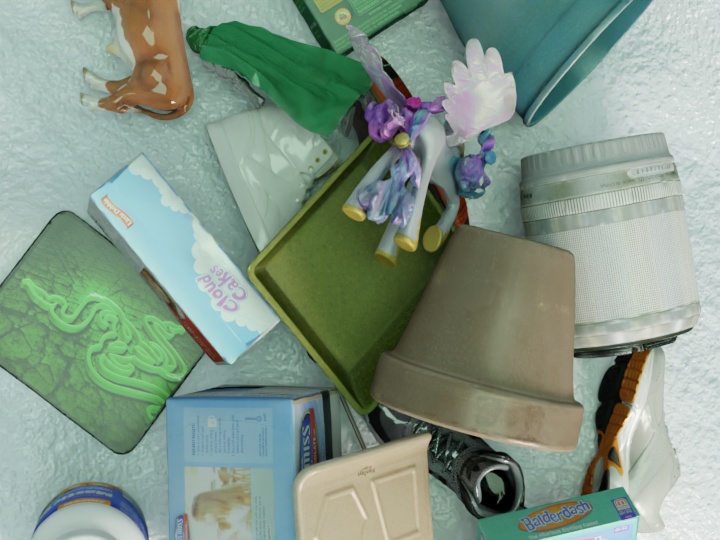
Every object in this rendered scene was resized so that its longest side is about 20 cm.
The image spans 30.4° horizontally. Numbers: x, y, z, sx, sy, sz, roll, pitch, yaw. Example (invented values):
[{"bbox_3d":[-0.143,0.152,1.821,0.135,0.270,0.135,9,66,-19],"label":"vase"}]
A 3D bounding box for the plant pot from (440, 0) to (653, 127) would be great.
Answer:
[{"bbox_3d":[0.164,-0.277,1.282,0.188,0.200,0.200,44,83,6],"label":"plant pot"}]

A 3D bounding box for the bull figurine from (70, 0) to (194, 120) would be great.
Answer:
[{"bbox_3d":[-0.218,-0.242,1.272,0.120,0.065,0.203,-9,85,-2],"label":"bull figurine"}]

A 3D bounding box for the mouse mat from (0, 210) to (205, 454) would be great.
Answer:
[{"bbox_3d":[-0.260,0.061,1.291,0.199,0.008,0.162,38,83,-9],"label":"mouse mat"}]

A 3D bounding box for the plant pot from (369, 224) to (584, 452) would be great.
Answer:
[{"bbox_3d":[0.121,0.055,1.211,0.197,0.200,0.177,14,92,-9],"label":"plant pot"}]

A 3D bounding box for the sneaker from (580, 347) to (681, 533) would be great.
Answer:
[{"bbox_3d":[0.290,0.174,1.359,0.091,0.076,0.203,11,95,-17],"label":"sneaker"}]

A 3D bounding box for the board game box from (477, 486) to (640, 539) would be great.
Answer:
[{"bbox_3d":[0.190,0.312,1.295,0.150,0.045,0.202,-10,126,-10],"label":"board game box"}]

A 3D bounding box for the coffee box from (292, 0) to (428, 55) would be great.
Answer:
[{"bbox_3d":[-0.029,-0.324,1.316,0.122,0.044,0.201,-34,95,-9],"label":"coffee box"}]

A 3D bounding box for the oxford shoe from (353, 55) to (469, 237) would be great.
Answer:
[{"bbox_3d":[0.043,-0.112,1.325,0.072,0.071,0.201,-28,98,20],"label":"oxford shoe"}]

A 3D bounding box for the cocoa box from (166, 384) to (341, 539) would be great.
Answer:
[{"bbox_3d":[-0.096,0.212,1.233,0.131,0.131,0.203,-2,89,18],"label":"cocoa box"}]

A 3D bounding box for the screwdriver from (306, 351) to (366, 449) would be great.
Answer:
[{"bbox_3d":[-0.016,0.123,1.323,0.029,0.028,0.202,-32,97,-38],"label":"screwdriver"}]

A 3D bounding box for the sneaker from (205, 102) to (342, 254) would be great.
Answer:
[{"bbox_3d":[-0.062,-0.070,1.293,0.114,0.074,0.202,-22,92,-6],"label":"sneaker"}]

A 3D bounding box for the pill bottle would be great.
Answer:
[{"bbox_3d":[-0.245,0.259,1.192,0.110,0.200,0.114,0,89,-10],"label":"pill bottle"}]

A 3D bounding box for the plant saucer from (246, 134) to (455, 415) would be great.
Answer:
[{"bbox_3d":[0.000,0.000,1.277,0.200,0.048,0.201,-48,117,-19],"label":"plant saucer"}]

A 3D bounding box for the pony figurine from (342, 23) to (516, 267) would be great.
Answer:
[{"bbox_3d":[0.059,-0.120,1.201,0.165,0.193,0.202,20,75,27],"label":"pony figurine"}]

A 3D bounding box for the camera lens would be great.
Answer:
[{"bbox_3d":[0.243,-0.023,1.300,0.158,0.160,0.203,-9,91,-10],"label":"camera lens"}]

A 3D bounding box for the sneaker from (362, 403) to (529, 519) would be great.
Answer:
[{"bbox_3d":[0.091,0.178,1.295,0.199,0.114,0.076,38,83,-7],"label":"sneaker"}]

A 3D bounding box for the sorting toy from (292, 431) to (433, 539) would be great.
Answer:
[{"bbox_3d":[0.004,0.259,1.204,0.184,0.036,0.203,-7,99,-50],"label":"sorting toy"}]

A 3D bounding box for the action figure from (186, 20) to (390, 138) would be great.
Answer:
[{"bbox_3d":[-0.084,-0.193,1.272,0.198,0.055,0.118,27,50,18],"label":"action figure"}]

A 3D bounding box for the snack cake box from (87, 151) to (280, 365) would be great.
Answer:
[{"bbox_3d":[-0.169,-0.007,1.249,0.067,0.115,0.201,-41,95,-14],"label":"snack cake box"}]
